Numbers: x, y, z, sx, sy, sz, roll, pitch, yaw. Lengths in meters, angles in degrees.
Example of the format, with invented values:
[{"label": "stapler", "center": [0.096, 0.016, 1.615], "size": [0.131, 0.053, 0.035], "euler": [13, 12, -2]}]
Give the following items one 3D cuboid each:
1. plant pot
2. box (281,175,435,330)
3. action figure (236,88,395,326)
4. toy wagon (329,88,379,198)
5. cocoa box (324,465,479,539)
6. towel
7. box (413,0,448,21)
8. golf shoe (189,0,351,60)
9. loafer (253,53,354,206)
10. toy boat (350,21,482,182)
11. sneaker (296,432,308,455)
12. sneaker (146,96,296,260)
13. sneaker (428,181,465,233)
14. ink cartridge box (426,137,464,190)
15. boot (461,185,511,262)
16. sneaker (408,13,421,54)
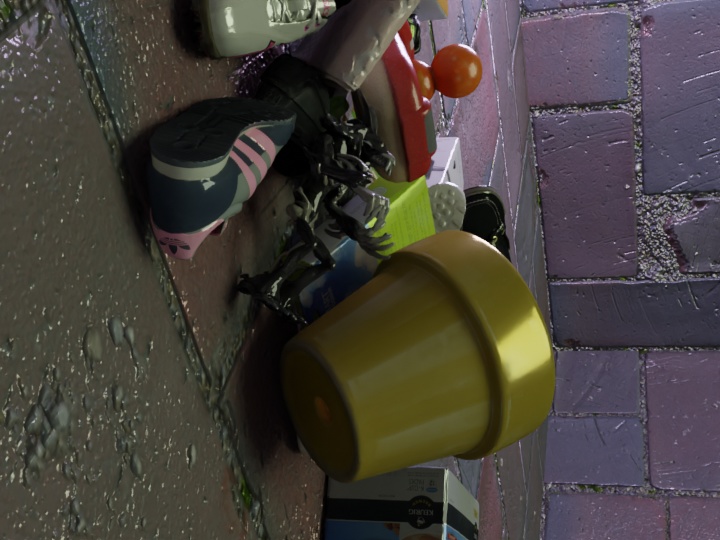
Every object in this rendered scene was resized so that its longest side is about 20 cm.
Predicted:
[{"label": "plant pot", "center": [0.038, 0.089, 0.851], "size": [0.187, 0.200, 0.203], "euler": [-22, 116, -28]}, {"label": "box", "center": [0.000, 0.000, 0.949], "size": [0.200, 0.047, 0.123], "euler": [-41, 131, -34]}, {"label": "action figure", "center": [-0.017, -0.049, 0.810], "size": [0.202, 0.101, 0.119], "euler": [-61, 161, -7]}, {"label": "toy wagon", "center": [0.013, -0.153, 1.080], "size": [0.156, 0.039, 0.201], "euler": [58, 30, -31]}, {"label": "cocoa box", "center": [0.049, 0.297, 1.045], "size": [0.200, 0.131, 0.133], "euler": [55, 37, -62]}, {"label": "towel", "center": [0.018, -0.254, 0.850], "size": [0.201, 0.032, 0.191], "euler": [-57, -157, 4]}, {"label": "box", "center": [0.050, -0.423, 1.188], "size": [0.124, 0.096, 0.203], "euler": [11, 78, -73]}, {"label": "golf shoe", "center": [-0.069, -0.217, 0.767], "size": [0.200, 0.091, 0.074], "euler": [-55, 141, -62]}, {"label": "loafer", "center": [-0.052, -0.113, 0.878], "size": [0.071, 0.068, 0.201], "euler": [-51, 154, -13]}, {"label": "toy boat", "center": [0.055, -0.185, 0.940], "size": [0.201, 0.129, 0.132], "euler": [-105, -178, -49]}, {"label": "sneaker", "center": [-0.004, 0.139, 0.966], "size": [0.200, 0.083, 0.076], "euler": [-9, 97, -74]}, {"label": "sneaker", "center": [-0.103, -0.074, 0.706], "size": [0.200, 0.069, 0.083], "euler": [-50, 152, -63]}, {"label": "sneaker", "center": [0.060, -0.016, 1.136], "size": [0.201, 0.076, 0.080], "euler": [-59, 173, 11]}, {"label": "ink cartridge box", "center": [0.091, -0.076, 1.319], "size": [0.201, 0.082, 0.149], "euler": [-66, 151, -57]}, {"label": "boot", "center": [0.169, 0.002, 1.242], "size": [0.204, 0.072, 0.155], "euler": [73, 4, -57]}, {"label": "sneaker", "center": [0.025, -0.286, 1.114], "size": [0.199, 0.081, 0.072], "euler": [0, 88, -74]}]
